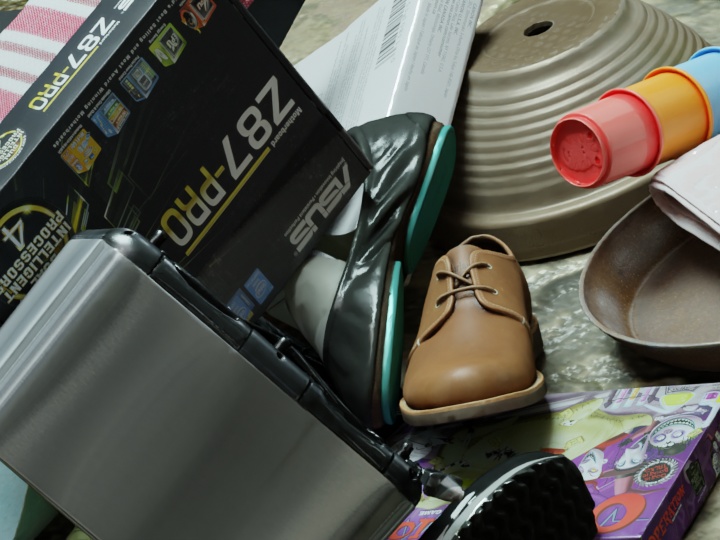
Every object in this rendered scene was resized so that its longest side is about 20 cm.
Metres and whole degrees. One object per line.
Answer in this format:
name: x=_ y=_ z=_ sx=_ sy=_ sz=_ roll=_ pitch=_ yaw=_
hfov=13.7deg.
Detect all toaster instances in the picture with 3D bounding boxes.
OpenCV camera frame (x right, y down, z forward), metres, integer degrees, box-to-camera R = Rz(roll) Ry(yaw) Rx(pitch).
toaster: x=-0.075 y=0.074 z=1.308 sx=0.119 sy=0.181 sz=0.200 roll=-51 pitch=9 yaw=-6

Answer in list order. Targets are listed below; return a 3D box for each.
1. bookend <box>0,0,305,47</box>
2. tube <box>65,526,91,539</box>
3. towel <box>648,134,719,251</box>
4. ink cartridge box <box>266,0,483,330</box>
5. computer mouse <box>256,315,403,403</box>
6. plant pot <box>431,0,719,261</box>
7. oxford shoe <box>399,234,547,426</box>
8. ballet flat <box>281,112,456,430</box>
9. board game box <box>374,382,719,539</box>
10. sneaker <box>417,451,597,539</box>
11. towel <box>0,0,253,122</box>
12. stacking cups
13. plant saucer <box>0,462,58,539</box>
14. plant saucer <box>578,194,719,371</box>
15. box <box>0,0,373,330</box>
bookend: x=-0.157 y=-0.115 z=1.656 sx=0.200 sy=0.092 sz=0.199 roll=-2 pitch=51 yaw=40
tube: x=-0.102 y=0.113 z=1.512 sx=0.058 sy=0.052 sz=0.200 roll=-46 pitch=10 yaw=42
towel: x=0.262 y=-0.057 z=1.460 sx=0.200 sy=0.032 sz=0.191 roll=-28 pitch=26 yaw=-7
ink cartridge box: x=-0.014 y=-0.053 z=1.676 sx=0.176 sy=0.045 sz=0.200 roll=-33 pitch=34 yaw=52
computer mouse: x=-0.079 y=0.082 z=1.478 sx=0.140 sy=0.046 sz=0.200 roll=27 pitch=49 yaw=22
plant pot: x=0.114 y=-0.096 z=1.676 sx=0.200 sy=0.093 sz=0.201 roll=-21 pitch=25 yaw=10
oxford shoe: x=0.051 y=0.028 z=1.453 sx=0.071 sy=0.071 sz=0.200 roll=-10 pitch=13 yaw=6
ballet flat: x=0.000 y=0.000 z=1.512 sx=0.068 sy=0.068 sz=0.200 roll=5 pitch=46 yaw=10
board game box: x=0.071 y=0.101 z=1.403 sx=0.200 sy=0.032 sz=0.120 roll=-6 pitch=34 yaw=34
sneaker: x=0.017 y=0.148 z=1.287 sx=0.090 sy=0.070 sz=0.200 roll=5 pitch=47 yaw=49
towel: x=-0.146 y=-0.092 z=1.526 sx=0.146 sy=0.030 sz=0.200 roll=20 pitch=67 yaw=49
stacking cups: x=0.175 y=-0.086 z=1.572 sx=0.200 sy=0.061 sz=0.060 roll=-22 pitch=18 yaw=-39
plant saucer: x=-0.161 y=0.055 z=1.552 sx=0.039 sy=0.201 sz=0.201 roll=8 pitch=21 yaw=-14
plant saucer: x=0.207 y=-0.007 z=1.485 sx=0.200 sy=0.035 sz=0.200 roll=-19 pitch=24 yaw=9
box: x=-0.105 y=-0.031 z=1.442 sx=0.049 sy=0.161 sz=0.200 roll=16 pitch=62 yaw=50
